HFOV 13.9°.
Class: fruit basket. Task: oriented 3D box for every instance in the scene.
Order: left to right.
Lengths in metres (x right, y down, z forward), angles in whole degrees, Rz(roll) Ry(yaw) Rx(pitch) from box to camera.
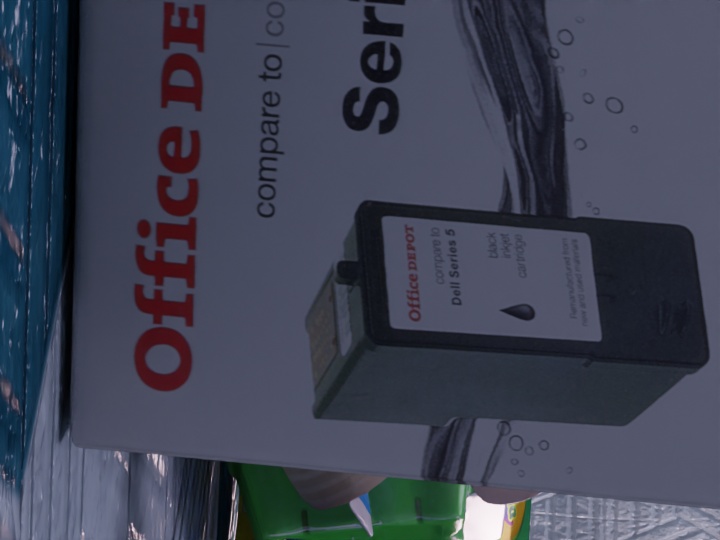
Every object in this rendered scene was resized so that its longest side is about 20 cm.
[{"bbox_3d":[0.000,0.000,0.940,0.185,0.093,0.201,88,3,-71],"label":"fruit basket"}]

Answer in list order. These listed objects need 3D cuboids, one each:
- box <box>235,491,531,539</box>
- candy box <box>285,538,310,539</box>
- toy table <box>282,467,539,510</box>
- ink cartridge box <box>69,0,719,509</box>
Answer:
[{"bbox_3d":[0.004,0.141,1.050,0.117,0.048,0.201,4,-93,49],"label":"box"},{"bbox_3d":[0.056,0.171,0.717,0.077,0.168,0.201,50,43,-82],"label":"candy box"},{"bbox_3d":[0.046,-0.017,0.781,0.201,0.117,0.184,62,25,-20],"label":"toy table"},{"bbox_3d":[0.044,-0.034,0.604,0.084,0.199,0.146,-71,165,-72],"label":"ink cartridge box"}]
